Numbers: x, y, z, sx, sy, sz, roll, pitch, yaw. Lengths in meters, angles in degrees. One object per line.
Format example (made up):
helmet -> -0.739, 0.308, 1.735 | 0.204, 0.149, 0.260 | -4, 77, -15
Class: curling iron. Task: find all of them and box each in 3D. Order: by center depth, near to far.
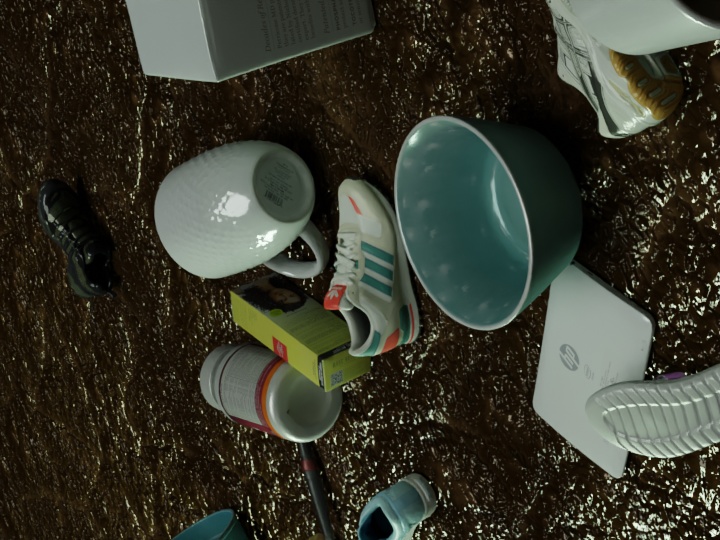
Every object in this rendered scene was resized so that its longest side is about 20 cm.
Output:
curling iron -> -0.071, 0.264, 1.982 | 0.049, 0.025, 0.201 | -22, 90, 52

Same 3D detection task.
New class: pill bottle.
pill bottle -> -0.119, 0.150, 1.902 | 0.199, 0.109, 0.110 | 8, 116, 55

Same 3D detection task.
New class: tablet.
tablet -> 0.220, 0.093, 1.435 | 0.130, 0.014, 0.201 | 40, 139, 39

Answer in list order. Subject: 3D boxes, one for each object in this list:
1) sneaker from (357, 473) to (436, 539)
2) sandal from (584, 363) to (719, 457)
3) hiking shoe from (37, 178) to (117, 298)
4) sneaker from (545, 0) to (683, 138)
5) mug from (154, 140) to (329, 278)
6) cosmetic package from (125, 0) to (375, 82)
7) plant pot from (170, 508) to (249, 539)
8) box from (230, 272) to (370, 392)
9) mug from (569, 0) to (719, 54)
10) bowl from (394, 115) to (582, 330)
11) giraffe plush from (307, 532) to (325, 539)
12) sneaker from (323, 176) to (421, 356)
sneaker -> 0.021, 0.312, 1.818 | 0.074, 0.082, 0.200 | 54, 147, 21
sandal -> 0.289, 0.118, 1.315 | 0.202, 0.050, 0.083 | -16, 111, 46
hiking shoe -> -0.427, -0.051, 2.302 | 0.100, 0.076, 0.201 | 2, 120, 48
sneaker -> 0.183, -0.200, 1.242 | 0.201, 0.075, 0.088 | 63, 149, 8
mug -> -0.120, -0.062, 1.759 | 0.200, 0.148, 0.175 | 44, 147, -20
cosmetic package -> -0.122, -0.303, 1.527 | 0.167, 0.199, 0.168 | 15, 122, 53
plant pot -> -0.214, 0.491, 2.210 | 0.189, 0.200, 0.200 | 54, 150, -9
box -> -0.075, 0.072, 1.821 | 0.200, 0.075, 0.050 | 33, 136, 42
mug -> 0.236, -0.244, 1.108 | 0.149, 0.187, 0.153 | 37, 161, -13
bowl -> 0.130, -0.056, 1.382 | 0.200, 0.104, 0.202 | 34, 133, 45
giraffe plush -> -0.070, 0.480, 2.014 | 0.199, 0.173, 0.163 | -23, 117, 31
sneaker -> 0.000, 0.000, 1.637 | 0.070, 0.093, 0.201 | 5, 114, 56
